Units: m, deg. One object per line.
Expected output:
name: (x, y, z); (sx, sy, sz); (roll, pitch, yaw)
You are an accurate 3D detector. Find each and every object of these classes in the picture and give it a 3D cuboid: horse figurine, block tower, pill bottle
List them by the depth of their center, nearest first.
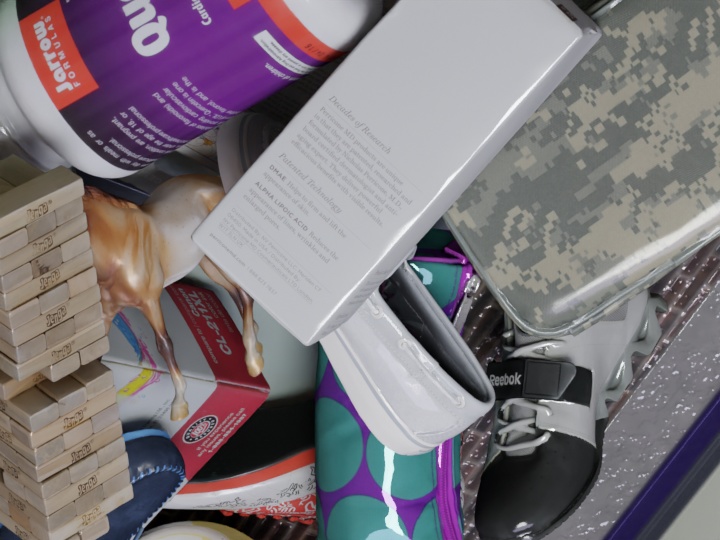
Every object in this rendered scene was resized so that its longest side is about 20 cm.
block tower: (-0.156, 0.040, 1.331); (0.054, 0.058, 0.201); (-31, 133, -32)
pill bottle: (-0.096, -0.118, 1.337); (0.199, 0.113, 0.112); (-28, 129, 20)
horse figurine: (-0.092, 0.001, 1.422); (0.050, 0.200, 0.133); (-2, 106, 38)

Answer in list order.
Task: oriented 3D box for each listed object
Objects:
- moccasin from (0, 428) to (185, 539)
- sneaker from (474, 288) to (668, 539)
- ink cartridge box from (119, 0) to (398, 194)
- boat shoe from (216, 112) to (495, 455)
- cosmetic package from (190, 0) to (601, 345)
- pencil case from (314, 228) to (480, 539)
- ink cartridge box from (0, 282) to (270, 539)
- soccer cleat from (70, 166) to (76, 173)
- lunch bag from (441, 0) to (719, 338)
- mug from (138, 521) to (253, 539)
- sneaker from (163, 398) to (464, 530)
moccasin: (-0.161, 0.165, 1.472); (0.200, 0.068, 0.080); (-43, 147, 20)
sneaker: (0.099, 0.060, 1.539); (0.074, 0.200, 0.089); (-7, 133, 38)
ink cartridge box: (-0.037, -0.110, 1.451); (0.161, 0.050, 0.200); (28, 121, -31)
boat shoe: (0.000, 0.000, 1.427); (0.068, 0.072, 0.201); (-28, 92, 29)
cosmetic package: (0.020, -0.066, 1.331); (0.081, 0.113, 0.200); (41, 98, 4)
pencil case: (0.022, 0.079, 1.522); (0.085, 0.092, 0.201); (-7, 100, -56)
ink cartridge box: (-0.171, 0.069, 1.475); (0.146, 0.083, 0.200); (-46, 146, 23)
soccer cleat: (-0.245, -0.024, 1.445); (0.199, 0.070, 0.087); (-29, 124, -1)
lunch bag: (0.133, -0.066, 1.453); (0.200, 0.168, 0.140); (-36, 89, 10)
mug: (-0.080, 0.209, 1.604); (0.187, 0.149, 0.153); (-46, 148, -24)
sneaker: (-0.035, 0.129, 1.612); (0.200, 0.067, 0.108); (-16, 126, -7)
